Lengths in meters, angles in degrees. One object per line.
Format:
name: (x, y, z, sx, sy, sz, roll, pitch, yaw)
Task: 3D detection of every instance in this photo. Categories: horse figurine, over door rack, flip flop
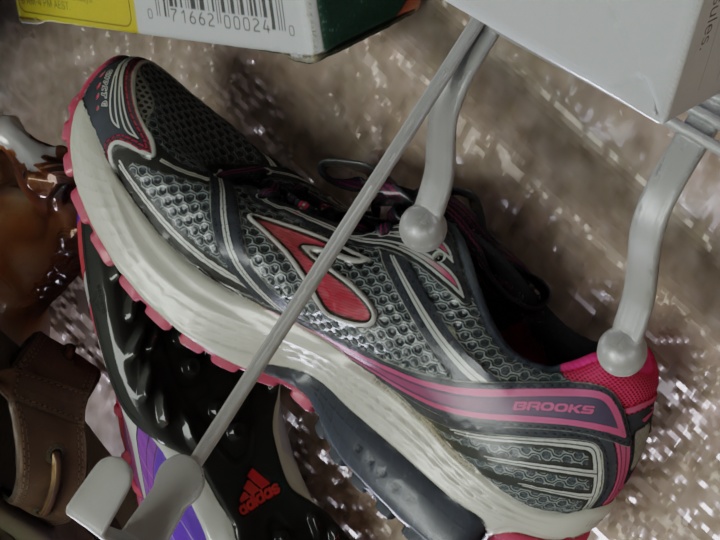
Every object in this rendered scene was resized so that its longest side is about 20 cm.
horse figurine: (-0.144, 0.009, 0.877, 0.132, 0.050, 0.201, 39, 128, 28)
over door rack: (0.046, 0.029, 0.623, 0.147, 0.200, 0.067, 31, 164, 27)
flip flop: (-0.103, 0.054, 0.802, 0.057, 0.082, 0.200, -12, 143, 20)

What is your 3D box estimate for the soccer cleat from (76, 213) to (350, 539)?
soccer cleat: (-0.053, 0.056, 0.806, 0.073, 0.068, 0.201, -8, 107, 52)

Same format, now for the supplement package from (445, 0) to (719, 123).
supplement package: (0.060, -0.165, 0.549, 0.155, 0.111, 0.201, 33, 131, 28)

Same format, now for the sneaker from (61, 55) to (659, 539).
sneaker: (0.000, 0.000, 0.724, 0.200, 0.081, 0.075, 38, 116, 14)

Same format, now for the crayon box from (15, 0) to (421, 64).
crayon box: (-0.055, -0.167, 0.701, 0.126, 0.051, 0.202, 12, 119, 40)
